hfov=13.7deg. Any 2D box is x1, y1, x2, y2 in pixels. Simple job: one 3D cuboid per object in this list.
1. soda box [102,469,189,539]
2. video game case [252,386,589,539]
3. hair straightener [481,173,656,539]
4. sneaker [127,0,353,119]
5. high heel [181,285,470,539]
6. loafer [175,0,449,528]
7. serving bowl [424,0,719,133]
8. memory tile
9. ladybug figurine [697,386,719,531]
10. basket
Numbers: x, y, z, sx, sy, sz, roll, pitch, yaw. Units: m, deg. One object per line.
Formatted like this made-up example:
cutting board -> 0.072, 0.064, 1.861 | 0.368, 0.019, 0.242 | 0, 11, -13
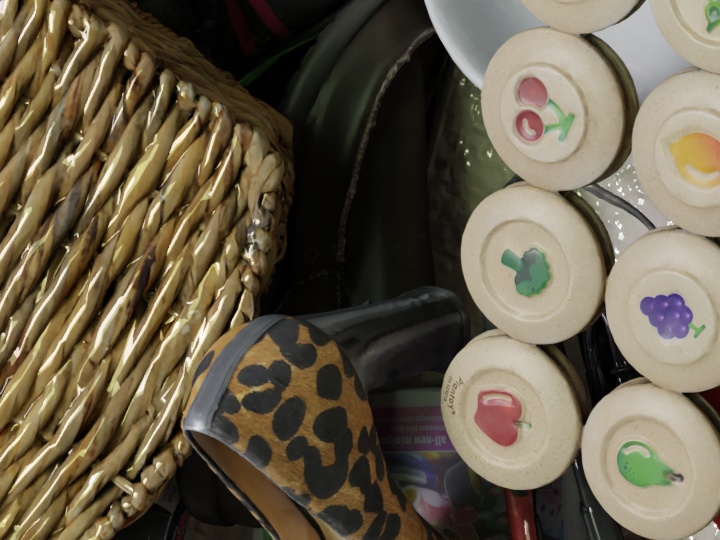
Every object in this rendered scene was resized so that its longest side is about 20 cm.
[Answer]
soda box -> -0.113, 0.147, 1.101 | 0.063, 0.071, 0.201 | 17, 116, 3
video game case -> 0.021, 0.142, 1.056 | 0.143, 0.018, 0.201 | -3, 88, 39
hair straightener -> 0.082, 0.057, 0.993 | 0.077, 0.041, 0.201 | -9, 84, 2
sneaker -> -0.051, -0.110, 1.072 | 0.200, 0.084, 0.077 | -46, 64, 30
high heel -> -0.012, 0.109, 0.950 | 0.071, 0.142, 0.201 | 2, 98, 32
loafer -> 0.000, 0.000, 1.041 | 0.071, 0.073, 0.201 | 18, 95, 17
serving bowl -> 0.112, -0.128, 0.935 | 0.200, 0.066, 0.201 | -20, 59, 36
memory tile -> 0.097, -0.011, 0.872 | 0.153, 0.017, 0.201 | 19, 115, 28
ladybug figurine -> 0.156, 0.013, 0.909 | 0.136, 0.072, 0.201 | 29, 108, 36
basket -> -0.110, 0.009, 1.005 | 0.142, 0.149, 0.200 | 33, 94, -6
